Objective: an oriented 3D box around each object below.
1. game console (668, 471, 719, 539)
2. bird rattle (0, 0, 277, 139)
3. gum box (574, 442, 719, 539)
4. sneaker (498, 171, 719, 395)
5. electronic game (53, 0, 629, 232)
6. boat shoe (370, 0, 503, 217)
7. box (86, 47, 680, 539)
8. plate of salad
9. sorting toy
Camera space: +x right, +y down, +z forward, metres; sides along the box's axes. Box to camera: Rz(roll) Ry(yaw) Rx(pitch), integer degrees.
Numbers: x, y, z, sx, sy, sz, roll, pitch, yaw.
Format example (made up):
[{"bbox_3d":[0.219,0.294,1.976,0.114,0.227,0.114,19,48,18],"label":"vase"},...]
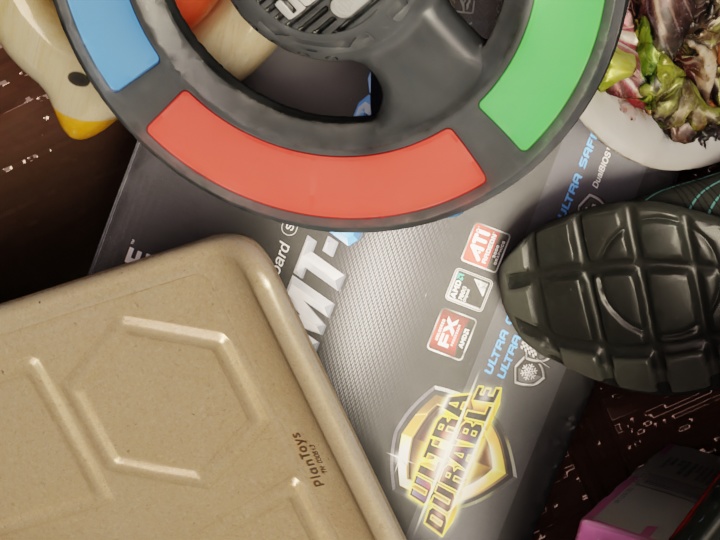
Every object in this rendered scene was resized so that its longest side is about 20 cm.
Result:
[{"bbox_3d":[0.199,0.127,0.697,0.173,0.119,0.200,-51,123,-10],"label":"game console"},{"bbox_3d":[-0.082,-0.140,0.813,0.200,0.113,0.163,-27,97,7],"label":"bird rattle"},{"bbox_3d":[0.115,0.137,0.826,0.066,0.200,0.114,16,98,15],"label":"gum box"},{"bbox_3d":[0.150,-0.005,0.823,0.199,0.079,0.076,-7,108,19],"label":"sneaker"},{"bbox_3d":[-0.010,-0.107,0.734,0.199,0.042,0.201,6,114,13],"label":"electronic game"},{"bbox_3d":[0.043,-0.119,0.803,0.084,0.069,0.201,-4,95,-2],"label":"boat shoe"},{"bbox_3d":[0.000,0.000,0.876,0.198,0.050,0.201,22,98,-5],"label":"box"},{"bbox_3d":[0.135,-0.132,0.796,0.200,0.048,0.201,-17,115,-40],"label":"plate of salad"},{"bbox_3d":[-0.085,0.085,0.848,0.199,0.037,0.186,-15,116,22],"label":"sorting toy"}]
